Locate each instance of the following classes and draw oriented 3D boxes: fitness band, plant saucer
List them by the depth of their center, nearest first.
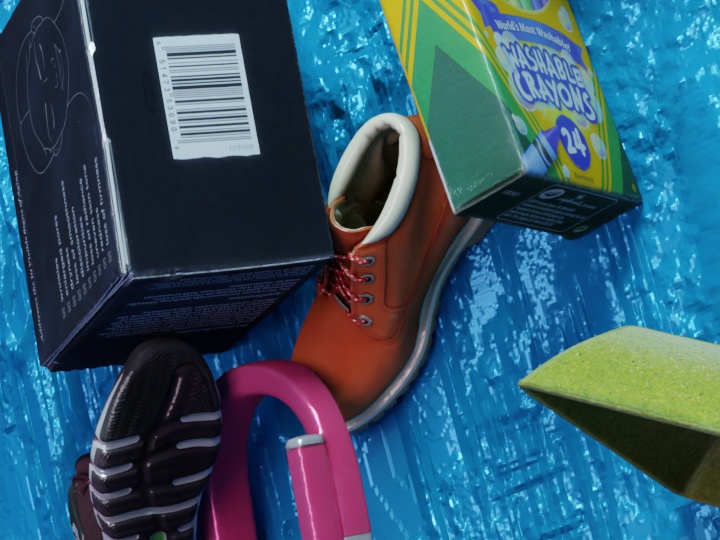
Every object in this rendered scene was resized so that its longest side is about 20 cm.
[{"bbox_3d":[0.204,0.081,1.256,0.199,0.200,0.048,13,78,34],"label":"plant saucer"},{"bbox_3d":[-0.044,0.150,1.470,0.143,0.037,0.201,-17,80,58],"label":"fitness band"}]

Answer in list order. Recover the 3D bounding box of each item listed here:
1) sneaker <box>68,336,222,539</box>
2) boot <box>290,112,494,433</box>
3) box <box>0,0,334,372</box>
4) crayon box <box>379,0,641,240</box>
[{"bbox_3d":[-0.136,0.112,1.522,0.116,0.075,0.201,45,134,53],"label":"sneaker"},{"bbox_3d":[0.000,0.000,1.453,0.075,0.107,0.201,34,106,29],"label":"boot"},{"bbox_3d":[-0.115,-0.068,1.476,0.197,0.123,0.201,143,120,-63],"label":"box"},{"bbox_3d":[0.068,-0.122,1.406,0.051,0.126,0.201,-29,70,28],"label":"crayon box"}]
